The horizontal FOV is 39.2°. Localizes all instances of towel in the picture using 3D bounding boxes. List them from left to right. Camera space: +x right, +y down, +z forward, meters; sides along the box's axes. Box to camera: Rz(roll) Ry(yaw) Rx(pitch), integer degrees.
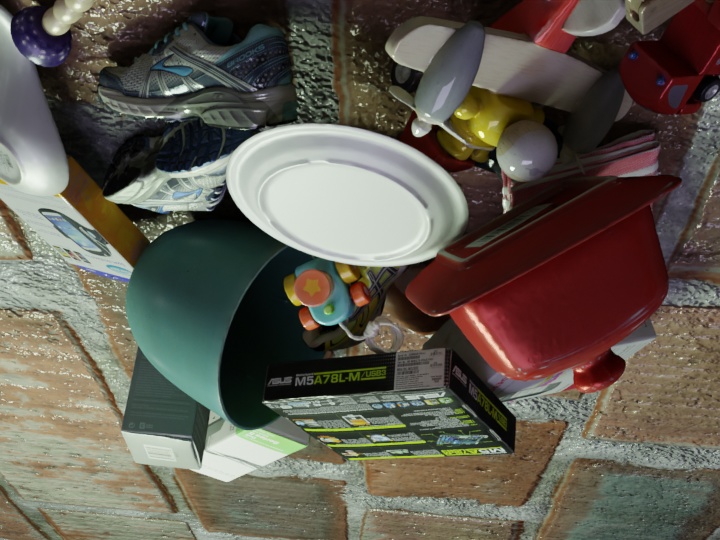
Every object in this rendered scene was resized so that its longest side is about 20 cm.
[{"bbox_3d":[0.195,-0.028,0.922,0.145,0.030,0.201,-15,133,-10],"label":"towel"}]

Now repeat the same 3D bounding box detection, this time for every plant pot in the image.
[{"bbox_3d":[-0.141,0.039,1.036,0.160,0.201,0.201,20,157,28],"label":"plant pot"}]

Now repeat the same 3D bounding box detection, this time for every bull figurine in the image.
[{"bbox_3d":[0.066,0.021,1.089,0.121,0.066,0.199,-25,139,36],"label":"bull figurine"}]

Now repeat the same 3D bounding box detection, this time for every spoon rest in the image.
[{"bbox_3d":[-0.298,-0.146,0.853,0.099,0.061,0.201,21,141,25],"label":"spoon rest"}]

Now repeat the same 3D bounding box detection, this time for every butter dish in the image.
[{"bbox_3d":[0.153,0.024,0.770,0.199,0.149,0.199,-29,-173,-1],"label":"butter dish"}]

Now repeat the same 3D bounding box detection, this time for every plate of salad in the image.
[{"bbox_3d":[-0.010,-0.063,0.818,0.198,0.048,0.201,9,151,5],"label":"plate of salad"}]

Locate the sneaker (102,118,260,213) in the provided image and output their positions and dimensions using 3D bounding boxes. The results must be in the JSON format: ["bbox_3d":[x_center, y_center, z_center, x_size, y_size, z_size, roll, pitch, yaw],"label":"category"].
[{"bbox_3d":[-0.149,-0.098,0.933,0.199,0.078,0.085,-11,151,43],"label":"sneaker"}]

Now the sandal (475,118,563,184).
[{"bbox_3d":[0.174,-0.088,0.906,0.199,0.043,0.076,18,147,-19],"label":"sandal"}]

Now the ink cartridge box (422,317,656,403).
[{"bbox_3d":[0.187,0.078,1.074,0.198,0.086,0.148,-10,158,-25],"label":"ink cartridge box"}]

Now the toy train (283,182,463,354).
[{"bbox_3d":[0.002,-0.027,0.920,0.149,0.202,0.056,16,-172,15],"label":"toy train"}]

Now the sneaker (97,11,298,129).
[{"bbox_3d":[-0.133,-0.166,0.822,0.198,0.087,0.077,9,-164,30],"label":"sneaker"}]

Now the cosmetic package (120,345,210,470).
[{"bbox_3d":[-0.211,0.114,1.164,0.089,0.202,0.107,7,152,2],"label":"cosmetic package"}]

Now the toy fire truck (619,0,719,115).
[{"bbox_3d":[0.217,-0.186,0.654,0.140,0.049,0.201,-10,141,-37],"label":"toy fire truck"}]

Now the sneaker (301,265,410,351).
[{"bbox_3d":[0.000,0.000,0.984,0.075,0.076,0.201,29,119,22],"label":"sneaker"}]

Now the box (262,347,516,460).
[{"bbox_3d":[0.033,0.140,1.012,0.198,0.048,0.193,-8,152,26],"label":"box"}]

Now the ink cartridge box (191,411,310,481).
[{"bbox_3d":[-0.143,0.170,1.291,0.084,0.147,0.200,25,144,-28],"label":"ink cartridge box"}]

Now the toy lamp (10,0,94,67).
[{"bbox_3d":[-0.191,-0.218,0.748,0.058,0.059,0.199,28,145,-32],"label":"toy lamp"}]

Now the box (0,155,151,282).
[{"bbox_3d":[-0.288,-0.051,1.025,0.118,0.042,0.200,13,157,28],"label":"box"}]

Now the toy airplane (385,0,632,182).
[{"bbox_3d":[0.119,-0.136,0.741,0.198,0.142,0.199,-14,159,0],"label":"toy airplane"}]
